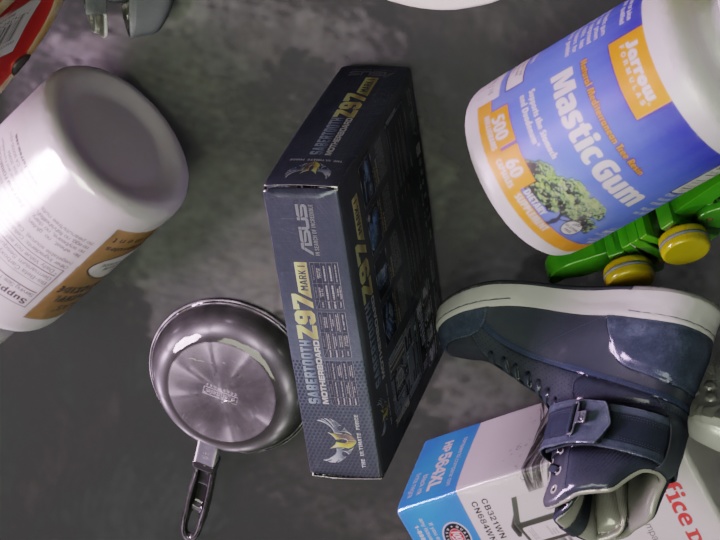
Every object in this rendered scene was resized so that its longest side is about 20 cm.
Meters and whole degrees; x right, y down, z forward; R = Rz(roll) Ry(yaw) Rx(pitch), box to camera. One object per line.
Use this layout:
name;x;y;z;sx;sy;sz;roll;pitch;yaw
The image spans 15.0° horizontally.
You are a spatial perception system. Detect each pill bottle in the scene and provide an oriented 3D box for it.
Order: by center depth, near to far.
pill bottle;0.167;-0.098;1.550;0.200;0.112;0.112;-30;107;31
pill bottle;-0.210;-0.028;1.715;0.114;0.114;0.200;44;123;-10

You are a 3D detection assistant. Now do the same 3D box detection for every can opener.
can opener;-0.144;-0.232;1.622;0.066;0.053;0.201;-6;122;-15

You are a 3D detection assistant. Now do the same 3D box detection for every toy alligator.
toy alligator;0.198;-0.036;1.615;0.200;0.060;0.054;-31;146;31

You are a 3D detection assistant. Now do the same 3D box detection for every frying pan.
frying pan;-0.108;0.097;1.810;0.115;0.031;0.190;39;121;-5

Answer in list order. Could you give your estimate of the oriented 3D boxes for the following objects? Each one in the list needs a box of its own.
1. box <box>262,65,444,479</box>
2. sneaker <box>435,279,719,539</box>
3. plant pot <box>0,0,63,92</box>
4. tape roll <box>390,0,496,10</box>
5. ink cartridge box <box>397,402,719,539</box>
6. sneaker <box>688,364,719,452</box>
box;0.000;0.000;1.637;0.051;0.158;0.201;1;120;18
sneaker;0.113;0.084;1.633;0.202;0.147;0.077;0;161;44
plant pot;-0.281;-0.176;1.585;0.182;0.200;0.201;39;124;5
tape roll;0.042;-0.246;1.550;0.202;0.037;0.204;9;122;14
ink cartridge box;0.148;0.158;1.724;0.199;0.084;0.146;-20;111;28
sneaker;0.281;0.110;1.641;0.199;0.077;0.081;11;131;-5
